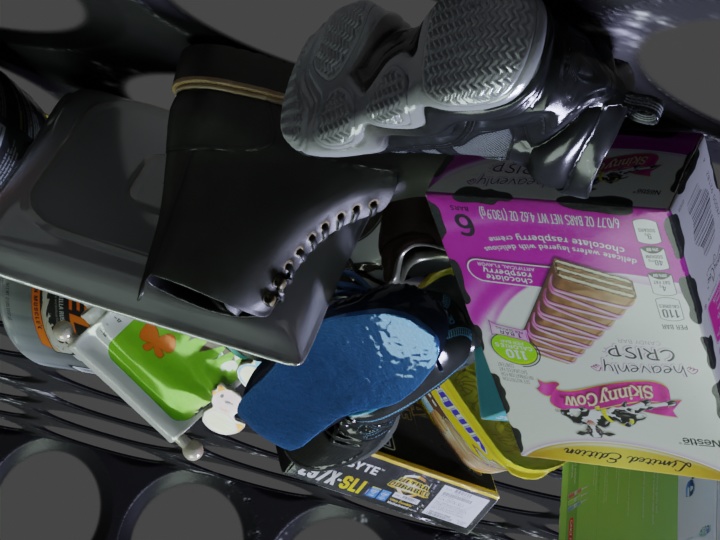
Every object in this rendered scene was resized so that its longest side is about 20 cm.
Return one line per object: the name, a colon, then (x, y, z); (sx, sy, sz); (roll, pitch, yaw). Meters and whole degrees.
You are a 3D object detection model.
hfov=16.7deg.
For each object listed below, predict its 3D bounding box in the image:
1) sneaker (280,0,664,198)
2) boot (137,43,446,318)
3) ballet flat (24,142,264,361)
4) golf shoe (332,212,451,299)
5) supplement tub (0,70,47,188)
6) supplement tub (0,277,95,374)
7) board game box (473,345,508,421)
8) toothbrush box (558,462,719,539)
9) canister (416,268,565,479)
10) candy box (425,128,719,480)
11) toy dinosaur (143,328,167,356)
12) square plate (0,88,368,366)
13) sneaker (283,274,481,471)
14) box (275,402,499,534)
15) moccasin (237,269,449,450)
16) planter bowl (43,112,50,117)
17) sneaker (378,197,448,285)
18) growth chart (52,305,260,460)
sneaker: (0.050, -0.073, 1.121); (0.114, 0.076, 0.200); (24, 164, -29)
boot: (-0.015, -0.025, 1.296); (0.200, 0.139, 0.077); (15, 167, -8)
ballet flat: (-0.108, -0.024, 1.449); (0.064, 0.067, 0.200); (-39, 115, 24)
golf shoe: (0.000, 0.000, 1.532); (0.078, 0.095, 0.200); (24, 165, -36)
supplement tub: (-0.255, -0.087, 1.404); (0.107, 0.107, 0.200); (12, 168, 17)
supplement tub: (-0.157, 0.020, 1.773); (0.200, 0.123, 0.122); (5, 165, 40)
board game box: (0.188, 0.051, 1.434); (0.151, 0.047, 0.200); (6, 162, -36)
toothbrush box: (0.212, 0.160, 1.596); (0.086, 0.146, 0.200); (14, 153, -20)
canister: (0.086, 0.067, 1.645); (0.149, 0.087, 0.200); (56, 172, 2)
candy box: (0.128, 0.018, 1.273); (0.136, 0.061, 0.200); (5, 137, 30)
toy dinosaur: (-0.144, 0.002, 1.620); (0.136, 0.086, 0.200); (40, 172, -3)
square plate: (-0.102, -0.035, 1.370); (0.200, 0.028, 0.198); (17, -146, 4)
sneaker: (-0.002, 0.070, 1.532); (0.082, 0.073, 0.200); (-25, 165, -45)
box: (0.005, 0.089, 1.781); (0.160, 0.049, 0.200); (20, -148, -26)
moccasin: (-0.011, 0.040, 1.414); (0.080, 0.068, 0.200); (42, 146, -15)
planter bowl: (-0.288, -0.071, 1.595); (0.200, 0.084, 0.200); (15, 169, 3)
sneaker: (0.107, -0.007, 1.389); (0.200, 0.076, 0.070); (12, 169, 20)
growth chart: (-0.102, 0.020, 1.526); (0.145, 0.200, 0.018); (36, -149, -2)
